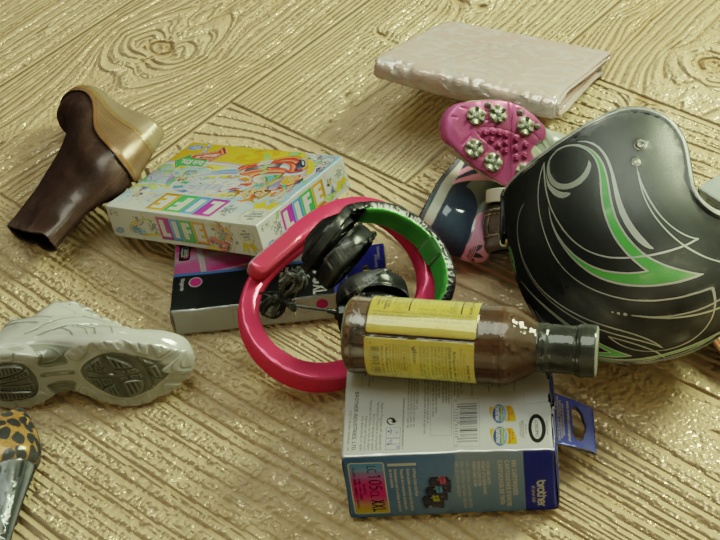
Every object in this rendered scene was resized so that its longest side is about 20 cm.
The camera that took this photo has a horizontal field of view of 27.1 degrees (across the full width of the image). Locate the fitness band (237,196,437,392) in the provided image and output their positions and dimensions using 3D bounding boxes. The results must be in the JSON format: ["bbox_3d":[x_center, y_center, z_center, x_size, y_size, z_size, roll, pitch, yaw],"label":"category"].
[{"bbox_3d":[-0.018,0.020,1.311,0.144,0.038,0.200,45,61,10],"label":"fitness band"}]

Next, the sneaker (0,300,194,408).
[{"bbox_3d":[-0.239,0.062,1.311,0.197,0.079,0.100,0,39,7],"label":"sneaker"}]

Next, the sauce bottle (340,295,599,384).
[{"bbox_3d":[0.086,0.057,1.161,0.197,0.065,0.065,5,43,13],"label":"sauce bottle"}]

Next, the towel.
[{"bbox_3d":[0.139,-0.209,1.536,0.198,0.033,0.191,15,26,22],"label":"towel"}]

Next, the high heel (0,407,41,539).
[{"bbox_3d":[-0.365,0.161,1.215,0.197,0.072,0.144,11,49,-3],"label":"high heel"}]

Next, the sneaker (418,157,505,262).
[{"bbox_3d":[0.121,-0.077,1.425,0.082,0.070,0.200,32,49,5],"label":"sneaker"}]

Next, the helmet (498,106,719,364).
[{"bbox_3d":[0.225,-0.017,1.222,0.198,0.200,0.192,-23,75,-16],"label":"helmet"}]

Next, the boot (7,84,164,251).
[{"bbox_3d":[-0.300,-0.105,1.506,0.167,0.073,0.199,-47,35,-17],"label":"boot"}]

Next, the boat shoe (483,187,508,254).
[{"bbox_3d":[0.208,-0.033,1.348,0.197,0.072,0.060,7,85,-7],"label":"boat shoe"}]

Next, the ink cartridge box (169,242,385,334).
[{"bbox_3d":[-0.075,0.007,1.376,0.197,0.037,0.095,-5,42,1],"label":"ink cartridge box"}]

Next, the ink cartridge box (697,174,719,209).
[{"bbox_3d":[0.436,-0.051,1.351,0.172,0.044,0.200,-30,46,-20],"label":"ink cartridge box"}]

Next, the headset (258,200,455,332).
[{"bbox_3d":[0.000,0.000,1.251,0.199,0.094,0.124,-20,69,-37],"label":"headset"}]

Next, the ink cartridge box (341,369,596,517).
[{"bbox_3d":[0.088,0.120,1.192,0.197,0.077,0.137,-4,42,7],"label":"ink cartridge box"}]

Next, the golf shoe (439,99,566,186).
[{"bbox_3d":[0.154,-0.104,1.383,0.198,0.076,0.091,17,-7,-21],"label":"golf shoe"}]

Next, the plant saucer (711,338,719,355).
[{"bbox_3d":[0.381,0.012,1.252,0.198,0.032,0.202,-14,55,21],"label":"plant saucer"}]

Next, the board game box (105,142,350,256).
[{"bbox_3d":[-0.127,-0.071,1.422,0.198,0.035,0.134,8,36,37],"label":"board game box"}]
